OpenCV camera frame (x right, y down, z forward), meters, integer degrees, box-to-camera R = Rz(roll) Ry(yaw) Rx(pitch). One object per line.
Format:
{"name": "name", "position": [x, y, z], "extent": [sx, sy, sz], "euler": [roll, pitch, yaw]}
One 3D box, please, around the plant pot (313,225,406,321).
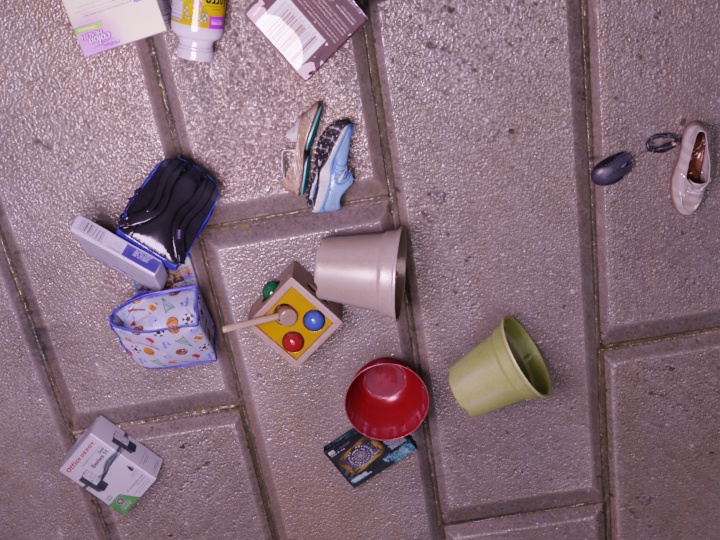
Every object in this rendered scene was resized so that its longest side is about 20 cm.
{"name": "plant pot", "position": [0.000, 0.000, 1.632], "extent": [0.179, 0.201, 0.205], "euler": [5, 113, 10]}

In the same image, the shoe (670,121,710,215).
{"name": "shoe", "position": [0.706, -0.211, 1.616], "extent": [0.068, 0.054, 0.205], "euler": [-3, 112, 1]}

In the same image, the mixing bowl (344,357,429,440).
{"name": "mixing bowl", "position": [0.060, 0.282, 1.776], "extent": [0.195, 0.109, 0.205], "euler": [0, 112, 0]}

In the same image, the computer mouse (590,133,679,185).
{"name": "computer mouse", "position": [0.586, -0.236, 1.615], "extent": [0.197, 0.034, 0.059], "euler": [-27, 109, 9]}

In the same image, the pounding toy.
{"name": "pounding toy", "position": [-0.170, 0.102, 1.681], "extent": [0.199, 0.143, 0.184], "euler": [41, 106, -16]}

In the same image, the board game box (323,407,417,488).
{"name": "board game box", "position": [0.025, 0.441, 1.882], "extent": [0.198, 0.028, 0.136], "euler": [-33, 109, 11]}

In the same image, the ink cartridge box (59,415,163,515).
{"name": "ink cartridge box", "position": [-0.609, 0.476, 1.857], "extent": [0.199, 0.083, 0.147], "euler": [40, 106, -14]}

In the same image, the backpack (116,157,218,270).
{"name": "backpack", "position": [-0.400, -0.126, 1.577], "extent": [0.161, 0.167, 0.203], "euler": [33, 76, -18]}

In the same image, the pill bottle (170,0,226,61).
{"name": "pill bottle", "position": [-0.309, -0.511, 1.452], "extent": [0.102, 0.105, 0.204], "euler": [8, 112, -4]}

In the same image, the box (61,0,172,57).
{"name": "box", "position": [-0.472, -0.536, 1.443], "extent": [0.172, 0.097, 0.204], "euler": [-16, 111, 5]}

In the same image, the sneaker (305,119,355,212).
{"name": "sneaker", "position": [-0.050, -0.219, 1.603], "extent": [0.088, 0.078, 0.204], "euler": [8, 111, -30]}

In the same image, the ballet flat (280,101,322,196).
{"name": "ballet flat", "position": [-0.130, -0.256, 1.580], "extent": [0.064, 0.071, 0.204], "euler": [16, 109, 4]}

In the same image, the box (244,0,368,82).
{"name": "box", "position": [-0.097, -0.482, 1.415], "extent": [0.164, 0.201, 0.166], "euler": [-41, 108, 15]}

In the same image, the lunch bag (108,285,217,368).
{"name": "lunch bag", "position": [-0.428, 0.129, 1.654], "extent": [0.195, 0.126, 0.172], "euler": [-11, 143, 0]}

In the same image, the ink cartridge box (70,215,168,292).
{"name": "ink cartridge box", "position": [-0.504, -0.029, 1.608], "extent": [0.197, 0.200, 0.041], "euler": [29, 73, -4]}

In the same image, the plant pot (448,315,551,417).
{"name": "plant pot", "position": [0.307, 0.237, 1.732], "extent": [0.183, 0.202, 0.201], "euler": [-34, 110, 24]}

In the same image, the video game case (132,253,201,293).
{"name": "video game case", "position": [-0.431, 0.069, 1.731], "extent": [0.140, 0.018, 0.204], "euler": [-10, 112, 4]}
